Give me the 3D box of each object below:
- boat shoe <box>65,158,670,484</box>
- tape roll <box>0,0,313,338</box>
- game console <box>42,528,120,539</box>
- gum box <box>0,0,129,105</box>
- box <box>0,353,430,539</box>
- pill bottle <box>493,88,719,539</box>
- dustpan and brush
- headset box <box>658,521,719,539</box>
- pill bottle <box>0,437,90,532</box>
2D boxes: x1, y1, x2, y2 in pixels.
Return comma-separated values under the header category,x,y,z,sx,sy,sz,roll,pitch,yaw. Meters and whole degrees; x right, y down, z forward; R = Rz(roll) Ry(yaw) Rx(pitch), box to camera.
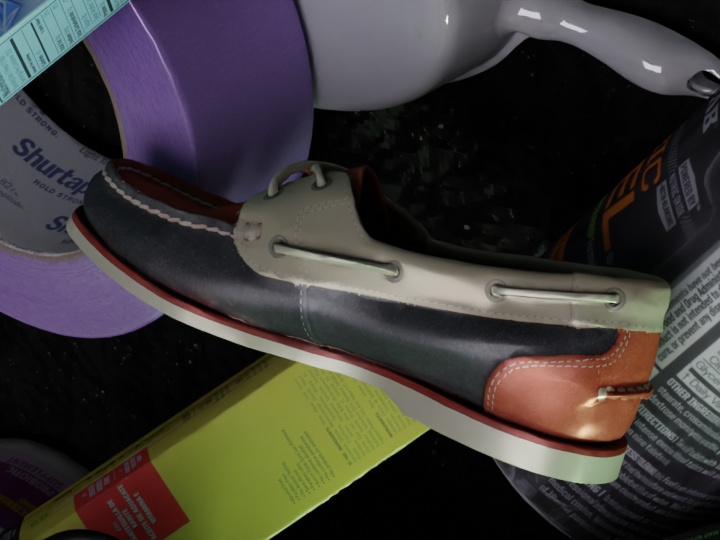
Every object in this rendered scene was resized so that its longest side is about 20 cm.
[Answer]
category,x,y,z,sx,sy,sz,roll,pitch,yaw
boat shoe,0.000,0.000,0.786,0.199,0.071,0.063,23,107,24
tape roll,-0.114,-0.078,0.901,0.199,0.066,0.201,25,134,28
game console,-0.096,0.198,0.832,0.199,0.118,0.172,-30,65,34
gum box,-0.109,-0.162,0.796,0.170,0.200,0.045,48,171,15
box,-0.069,0.086,0.913,0.199,0.075,0.050,-33,96,-2
pill bottle,0.130,-0.002,0.801,0.106,0.106,0.200,46,127,1
dustpan and brush,0.029,-0.094,0.853,0.199,0.057,0.140,31,138,21
headset box,0.119,0.185,0.797,0.093,0.173,0.201,117,136,-68
pill bottle,-0.175,0.156,0.998,0.112,0.200,0.113,14,121,24
